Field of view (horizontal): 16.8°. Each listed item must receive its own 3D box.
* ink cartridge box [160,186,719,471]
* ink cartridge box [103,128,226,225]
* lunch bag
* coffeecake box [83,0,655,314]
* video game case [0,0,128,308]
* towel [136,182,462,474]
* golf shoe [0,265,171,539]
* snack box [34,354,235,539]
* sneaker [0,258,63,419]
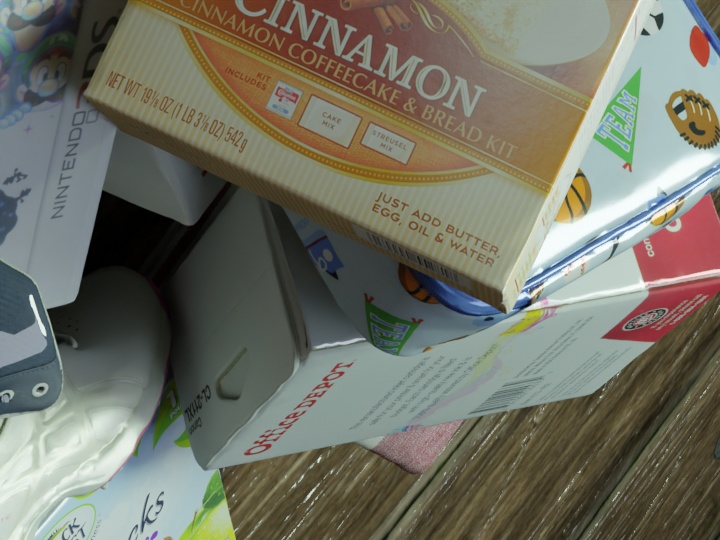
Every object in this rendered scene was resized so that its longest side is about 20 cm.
[{"bbox_3d":[0.031,0.008,1.020,0.198,0.083,0.146,-9,162,-26],"label":"ink cartridge box"},{"bbox_3d":[-0.078,-0.136,0.910,0.145,0.083,0.200,-54,152,-22],"label":"ink cartridge box"},{"bbox_3d":[0.046,-0.068,0.921,0.199,0.161,0.075,-27,176,-37],"label":"lunch bag"},{"bbox_3d":[0.023,-0.111,0.815,0.073,0.153,0.201,56,59,-82],"label":"coffeecake box"},{"bbox_3d":[-0.164,-0.042,0.794,0.199,0.024,0.183,-15,138,-36],"label":"video game case"},{"bbox_3d":[0.000,0.000,1.108,0.199,0.023,0.145,31,98,-39],"label":"towel"},{"bbox_3d":[-0.144,0.060,0.970,0.201,0.075,0.092,-57,138,-34],"label":"golf shoe"},{"bbox_3d":[-0.140,0.139,1.062,0.200,0.053,0.143,-50,149,-30],"label":"snack box"},{"bbox_3d":[-0.170,0.073,0.793,0.145,0.077,0.204,-7,114,-44],"label":"sneaker"}]
